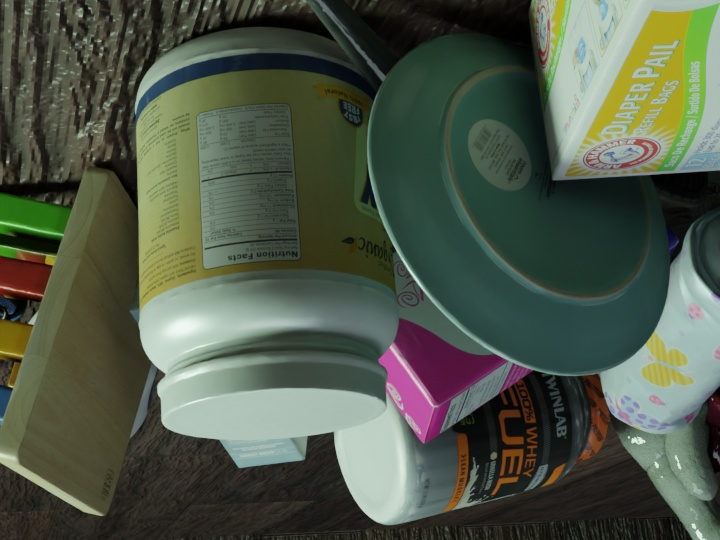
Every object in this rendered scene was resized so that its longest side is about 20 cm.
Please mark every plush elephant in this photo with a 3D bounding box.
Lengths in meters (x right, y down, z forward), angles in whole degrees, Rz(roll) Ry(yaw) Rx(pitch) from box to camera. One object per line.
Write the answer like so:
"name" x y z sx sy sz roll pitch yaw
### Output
"plush elephant" 0.298 0.103 1.002 0.155 0.200 0.165 -39 -170 22

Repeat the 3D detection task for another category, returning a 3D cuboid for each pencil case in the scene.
"pencil case" 0.235 0.038 0.824 0.091 0.083 0.200 -40 162 -29

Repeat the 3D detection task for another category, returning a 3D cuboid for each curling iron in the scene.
"curling iron" 0.023 -0.086 0.645 0.025 0.050 0.200 3 144 37

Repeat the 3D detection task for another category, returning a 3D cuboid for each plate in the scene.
"plate" 0.094 -0.043 0.622 0.199 0.202 0.026 7 154 -30

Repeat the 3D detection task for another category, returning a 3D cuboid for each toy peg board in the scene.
"toy peg board" -0.223 0.051 0.843 0.097 0.201 0.200 10 160 9

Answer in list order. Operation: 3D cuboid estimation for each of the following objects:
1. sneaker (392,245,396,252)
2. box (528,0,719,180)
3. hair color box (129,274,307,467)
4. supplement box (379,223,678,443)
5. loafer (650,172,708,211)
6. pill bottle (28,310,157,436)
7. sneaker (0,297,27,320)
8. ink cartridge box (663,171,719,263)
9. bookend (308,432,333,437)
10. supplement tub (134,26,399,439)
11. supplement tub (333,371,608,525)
"sneaker" 0.000 0.000 0.855 0.199 0.075 0.084 29 136 -27
"box" 0.151 -0.128 0.539 0.111 0.102 0.200 -4 161 -4
"hair color box" -0.096 0.051 0.892 0.060 0.100 0.201 -9 136 16
"supplement box" 0.097 0.013 0.801 0.199 0.101 0.103 -31 162 -14
"loafer" 0.132 -0.082 0.732 0.199 0.074 0.071 17 157 -27
"pill bottle" -0.237 0.084 1.032 0.119 0.121 0.200 0 160 -13
"sneaker" -0.306 0.004 0.873 0.088 0.079 0.200 -14 169 4
"ink cartridge box" 0.224 -0.003 0.948 0.199 0.085 0.175 -13 160 22
"bookend" -0.023 0.087 1.133 0.197 0.093 0.200 -14 158 22
"supplement tub" -0.053 -0.016 0.661 0.143 0.202 0.145 -4 162 -1
"supplement tub" 0.089 0.121 0.934 0.199 0.123 0.122 -9 165 -27
